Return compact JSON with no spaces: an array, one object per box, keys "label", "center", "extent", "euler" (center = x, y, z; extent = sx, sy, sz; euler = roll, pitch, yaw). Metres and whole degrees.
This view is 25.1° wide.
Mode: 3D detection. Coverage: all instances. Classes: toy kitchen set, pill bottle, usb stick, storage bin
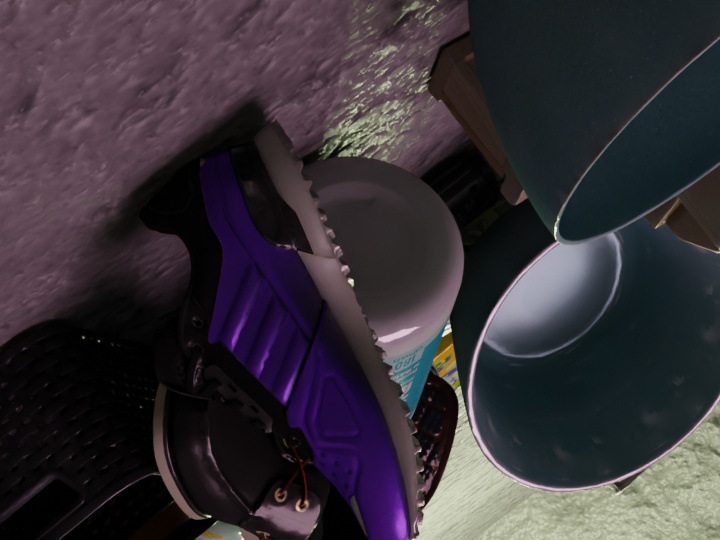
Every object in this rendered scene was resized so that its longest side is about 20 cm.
[{"label":"toy kitchen set","center":[0.152,-0.060,0.902],"extent":[0.199,0.164,0.181],"euler":[-30,163,-22]},{"label":"pill bottle","center":[-0.013,0.035,0.883],"extent":[0.110,0.111,0.200],"euler":[-30,158,-23]},{"label":"usb stick","center":[0.000,0.000,0.989],"extent":[0.200,0.033,0.055],"euler":[-38,158,1]},{"label":"storage bin","center":[-0.152,0.113,0.862],"extent":[0.135,0.094,0.200],"euler":[-39,165,6]}]

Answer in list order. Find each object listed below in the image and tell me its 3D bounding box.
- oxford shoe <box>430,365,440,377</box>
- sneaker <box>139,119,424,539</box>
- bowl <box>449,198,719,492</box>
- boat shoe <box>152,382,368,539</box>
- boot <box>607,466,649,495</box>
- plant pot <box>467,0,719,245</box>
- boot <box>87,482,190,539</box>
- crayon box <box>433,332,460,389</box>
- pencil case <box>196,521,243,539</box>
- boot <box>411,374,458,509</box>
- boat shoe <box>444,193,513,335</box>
[{"label":"oxford shoe","center":[0.021,0.095,1.085],"extent":[0.073,0.071,0.200],"euler":[-7,158,10]},{"label":"sneaker","center":[-0.041,0.042,0.737],"extent":[0.099,0.201,0.070],"euler":[-22,180,-4]},{"label":"bowl","center":[0.136,0.027,1.025],"extent":[0.200,0.105,0.202],"euler":[-11,123,-18]},{"label":"boat shoe","center":[-0.046,0.102,0.826],"extent":[0.063,0.074,0.202],"euler":[-2,152,21]},{"label":"boot","center":[0.141,0.072,1.190],"extent":[0.072,0.200,0.182],"euler":[-37,165,-1]},{"label":"plant pot","center":[0.122,-0.126,0.695],"extent":[0.200,0.135,0.200],"euler":[-34,164,-11]},{"label":"boot","center":[-0.188,0.169,1.015],"extent":[0.155,0.077,0.200],"euler":[-22,166,-33]},{"label":"crayon box","center":[0.021,0.082,1.237],"extent":[0.125,0.052,0.200],"euler":[-38,164,2]},{"label":"pencil case","center":[-0.081,0.136,1.086],"extent":[0.091,0.083,0.200],"euler":[-38,170,-22]},{"label":"boot","center":[-0.009,0.138,1.034],"extent":[0.201,0.074,0.097],"euler":[-57,-164,10]},{"label":"boat shoe","center":[0.077,-0.003,1.077],"extent":[0.199,0.072,0.062],"euler":[-35,166,3]}]
